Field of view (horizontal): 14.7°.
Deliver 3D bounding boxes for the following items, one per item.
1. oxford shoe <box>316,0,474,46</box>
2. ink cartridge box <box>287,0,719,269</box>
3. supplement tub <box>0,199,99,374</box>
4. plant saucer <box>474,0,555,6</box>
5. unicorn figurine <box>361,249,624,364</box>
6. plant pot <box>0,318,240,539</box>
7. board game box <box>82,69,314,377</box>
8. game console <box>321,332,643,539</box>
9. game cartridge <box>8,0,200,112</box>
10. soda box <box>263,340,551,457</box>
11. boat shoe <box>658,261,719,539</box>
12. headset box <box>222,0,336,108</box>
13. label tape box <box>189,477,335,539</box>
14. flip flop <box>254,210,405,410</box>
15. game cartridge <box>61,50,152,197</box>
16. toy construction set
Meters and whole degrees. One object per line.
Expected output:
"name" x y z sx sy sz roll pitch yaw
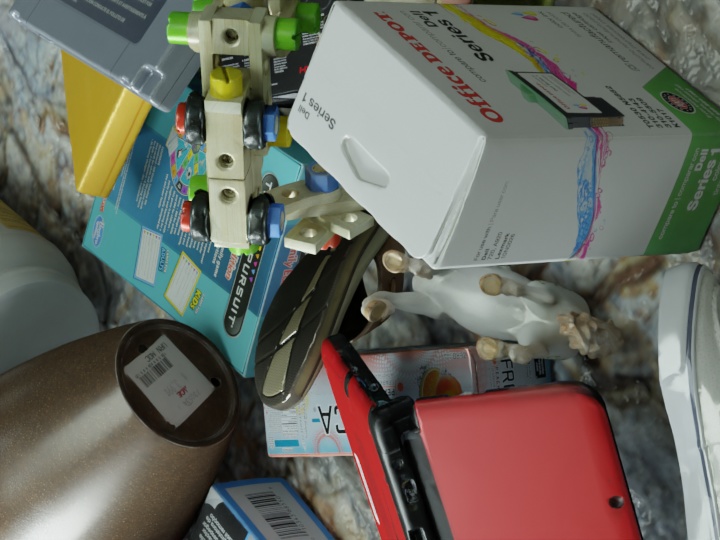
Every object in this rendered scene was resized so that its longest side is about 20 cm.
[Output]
"oxford shoe" 0.007 -0.121 1.627 0.071 0.074 0.200 -68 4 -48
"ink cartridge box" 0.084 -0.076 1.514 0.145 0.200 0.084 45 125 38
"supplement tub" -0.291 0.016 2.006 0.200 0.145 0.146 38 120 42
"plant saucer" 0.037 -0.260 1.616 0.200 0.048 0.200 15 108 5
"unicorn figurine" 0.067 0.008 1.615 0.200 0.137 0.074 39 111 25
"plant pot" -0.170 0.118 1.834 0.200 0.187 0.187 -42 61 43
"board game box" -0.097 -0.042 1.849 0.200 0.047 0.151 36 118 42
"game console" 0.076 0.131 1.597 0.172 0.119 0.200 -127 18 -61
"game cartridge" -0.136 -0.184 1.736 0.133 0.042 0.200 -53 38 -3
"soda box" 0.026 0.078 1.693 0.200 0.068 0.064 -5 91 50
"boat shoe" 0.207 0.091 1.493 0.070 0.071 0.200 -11 78 22
"headset box" -0.033 -0.207 1.742 0.149 0.077 0.200 -7 86 50
"label tape box" -0.069 0.257 1.818 0.143 0.066 0.200 46 123 39
"flip flop" 0.000 0.000 1.684 0.081 0.058 0.200 -16 41 57
"game cartridge" -0.156 -0.177 1.862 0.200 0.032 0.176 -102 31 -42
"toy construction set" -0.057 -0.086 1.572 0.092 0.131 0.200 -9 120 15
